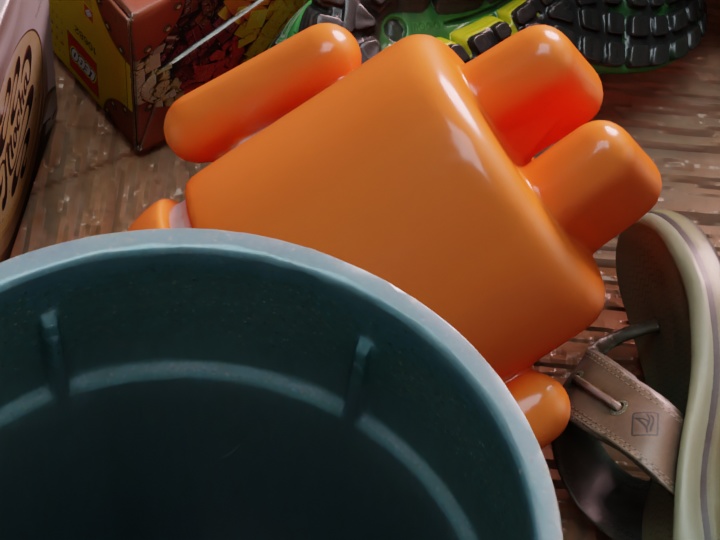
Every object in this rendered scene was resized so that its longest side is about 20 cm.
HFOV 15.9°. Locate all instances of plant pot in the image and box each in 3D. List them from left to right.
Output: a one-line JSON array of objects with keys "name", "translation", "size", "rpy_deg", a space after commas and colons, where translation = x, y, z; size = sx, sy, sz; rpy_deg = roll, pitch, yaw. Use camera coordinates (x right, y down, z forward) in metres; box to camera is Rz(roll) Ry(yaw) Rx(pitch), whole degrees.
[{"name": "plant pot", "translation": [-0.051, 0.127, 0.730], "size": [0.200, 0.196, 0.200], "rpy_deg": [1, 53, -2]}]

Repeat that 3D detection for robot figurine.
[{"name": "robot figurine", "translation": [0.001, 0.001, 0.855], "size": [0.200, 0.144, 0.117], "rpy_deg": [-33, 21, 9]}]

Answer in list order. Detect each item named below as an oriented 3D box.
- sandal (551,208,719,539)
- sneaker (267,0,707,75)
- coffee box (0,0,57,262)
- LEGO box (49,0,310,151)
[{"name": "sandal", "translation": [0.091, 0.062, 0.858], "size": [0.057, 0.080, 0.201], "rpy_deg": [6, 54, -1]}, {"name": "sneaker", "translation": [0.047, -0.098, 0.976], "size": [0.200, 0.085, 0.078], "rpy_deg": [-14, 86, -32]}, {"name": "coffee box", "translation": [-0.168, -0.020, 0.885], "size": [0.080, 0.113, 0.200], "rpy_deg": [10, 53, 4]}, {"name": "LEGO box", "translation": [-0.081, -0.164, 1.017], "size": [0.149, 0.077, 0.200], "rpy_deg": [-28, 60, -22]}]
